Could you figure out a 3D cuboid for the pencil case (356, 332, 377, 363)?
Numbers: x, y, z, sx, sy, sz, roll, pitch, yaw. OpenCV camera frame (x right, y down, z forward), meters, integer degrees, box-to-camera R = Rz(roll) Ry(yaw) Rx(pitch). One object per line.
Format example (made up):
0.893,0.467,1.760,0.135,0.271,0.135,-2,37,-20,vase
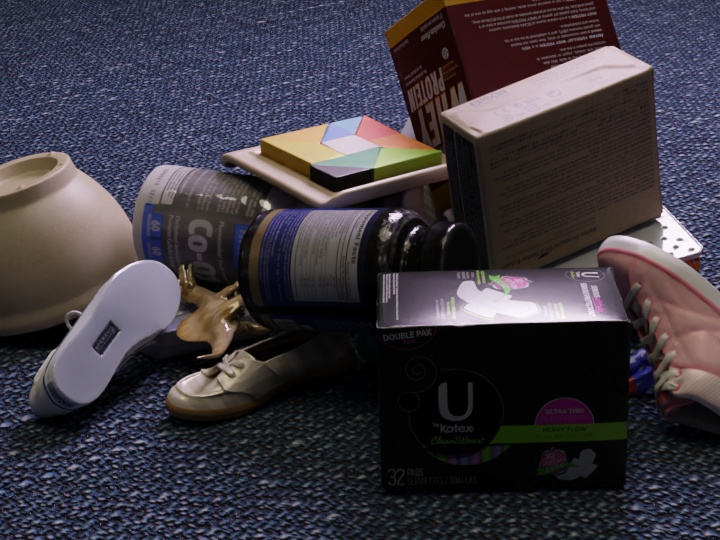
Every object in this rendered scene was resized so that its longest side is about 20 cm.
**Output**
0.093,0.062,1.502,0.200,0.085,0.092,15,43,37,pencil case

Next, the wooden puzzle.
-0.013,-0.113,1.630,0.185,0.037,0.200,-17,25,-34,wooden puzzle

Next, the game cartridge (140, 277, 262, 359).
-0.191,0.035,1.673,0.133,0.041,0.200,-8,21,-24,game cartridge

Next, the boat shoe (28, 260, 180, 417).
-0.244,0.069,1.531,0.086,0.075,0.202,-30,19,41,boat shoe

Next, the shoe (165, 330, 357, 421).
-0.091,0.086,1.503,0.199,0.054,0.070,-17,25,-33,shoe

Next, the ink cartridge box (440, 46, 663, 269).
0.184,-0.100,1.560,0.199,0.165,0.075,-22,35,-20,ink cartridge box

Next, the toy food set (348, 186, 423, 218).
-0.001,-0.040,1.692,0.060,0.144,0.200,-12,23,-28,toy food set

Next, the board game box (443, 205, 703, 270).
0.207,-0.030,1.625,0.199,0.026,0.200,-16,32,-9,board game box

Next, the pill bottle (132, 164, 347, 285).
-0.118,-0.040,1.656,0.199,0.114,0.114,8,23,19,pill bottle

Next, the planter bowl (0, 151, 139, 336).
-0.332,-0.039,1.683,0.199,0.135,0.200,-14,23,6,planter bowl

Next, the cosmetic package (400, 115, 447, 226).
0.093,-0.118,1.782,0.107,0.200,0.090,32,-19,-16,cosmetic package

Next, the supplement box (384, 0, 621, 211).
0.161,-0.189,1.706,0.197,0.201,0.133,-13,-6,-27,supplement box

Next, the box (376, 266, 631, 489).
0.114,0.086,1.346,0.199,0.149,0.124,-2,21,3,box

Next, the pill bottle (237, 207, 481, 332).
0.000,0.000,1.465,0.199,0.112,0.112,1,20,27,pill bottle

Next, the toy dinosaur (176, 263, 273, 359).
-0.125,0.048,1.555,0.101,0.058,0.200,-19,27,-7,toy dinosaur

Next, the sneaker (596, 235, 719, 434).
0.265,0.060,1.407,0.200,0.075,0.105,39,72,14,sneaker

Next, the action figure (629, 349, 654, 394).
0.294,0.055,1.488,0.199,0.099,0.065,-7,23,-18,action figure
